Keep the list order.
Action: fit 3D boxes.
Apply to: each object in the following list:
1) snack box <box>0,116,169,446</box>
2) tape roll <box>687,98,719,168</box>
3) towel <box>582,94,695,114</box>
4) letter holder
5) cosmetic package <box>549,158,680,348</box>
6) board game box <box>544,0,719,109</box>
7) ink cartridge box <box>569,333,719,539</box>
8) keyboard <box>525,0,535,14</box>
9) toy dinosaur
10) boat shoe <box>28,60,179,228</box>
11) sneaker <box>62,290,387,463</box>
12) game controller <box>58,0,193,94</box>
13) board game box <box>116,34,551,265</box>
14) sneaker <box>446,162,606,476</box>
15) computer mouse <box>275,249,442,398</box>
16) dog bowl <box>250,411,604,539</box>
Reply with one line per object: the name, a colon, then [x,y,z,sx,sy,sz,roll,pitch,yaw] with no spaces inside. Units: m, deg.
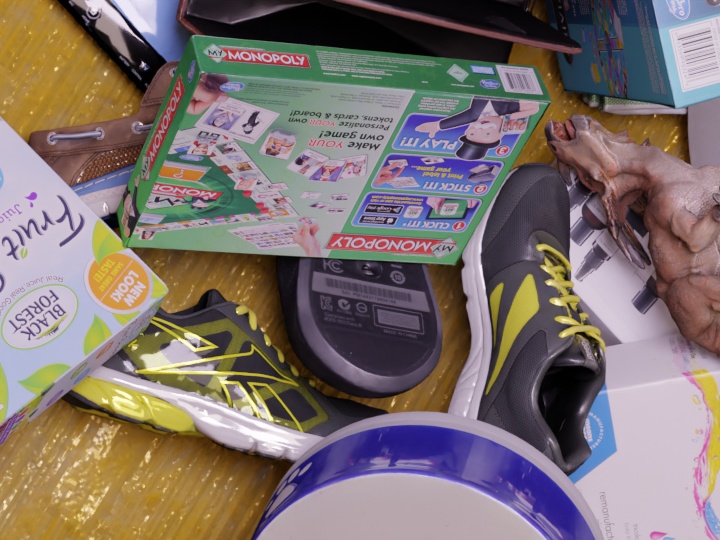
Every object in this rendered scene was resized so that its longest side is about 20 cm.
snack box: [-0.220,-0.013,1.183,0.200,0.053,0.142,45,55,7]
tape roll: [0.253,-0.073,1.307,0.037,0.203,0.204,-8,92,-20]
towel: [0.208,-0.196,1.398,0.148,0.031,0.201,0,96,-23]
letter holder: [0.023,-0.144,1.203,0.199,0.142,0.101,10,106,-23]
cosmetic package: [0.177,0.019,1.383,0.200,0.051,0.083,46,76,-14]
board game box: [0.147,-0.173,1.256,0.047,0.200,0.152,-15,100,-9]
ink cartridge box: [0.210,0.099,1.334,0.199,0.067,0.117,-11,110,5]
keyboard: [0.074,-0.192,1.349,0.104,0.040,0.200,51,63,-26]
toy dinosaur: [0.190,-0.007,1.286,0.086,0.135,0.201,-9,80,-37]
boat shoe: [-0.093,-0.079,1.248,0.199,0.072,0.073,-19,86,3]
sneaker: [-0.068,0.058,1.273,0.199,0.074,0.085,15,84,-19]
game controller: [-0.122,-0.175,1.280,0.104,0.042,0.200,-46,103,-14]
board game box: [-0.015,-0.060,1.198,0.199,0.135,0.029,3,49,-26]
sneaker: [0.105,0.034,1.269,0.074,0.084,0.201,21,69,-41]
computer mouse: [0.000,0.000,1.287,0.138,0.053,0.201,15,47,-16]
dog bowl: [0.033,0.181,1.209,0.199,0.079,0.201,4,109,10]
